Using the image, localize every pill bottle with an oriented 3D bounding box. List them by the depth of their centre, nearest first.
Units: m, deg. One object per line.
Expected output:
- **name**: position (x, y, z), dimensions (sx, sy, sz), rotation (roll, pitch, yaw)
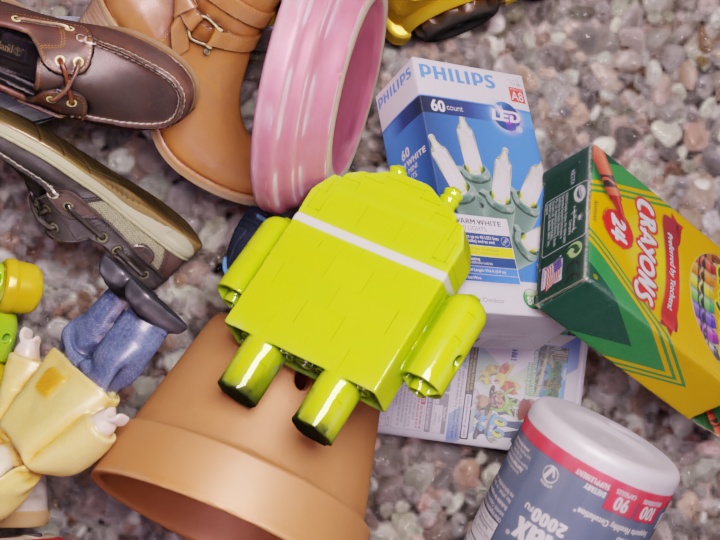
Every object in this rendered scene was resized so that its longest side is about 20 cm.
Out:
- **pill bottle**: position (0.137, 0.206, 1.038), dimensions (0.119, 0.120, 0.202), rotation (25, 100, -2)

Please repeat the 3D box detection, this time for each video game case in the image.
- **video game case**: position (0.087, 0.033, 1.096), dimensions (0.180, 0.022, 0.202), rotation (8, 87, -3)

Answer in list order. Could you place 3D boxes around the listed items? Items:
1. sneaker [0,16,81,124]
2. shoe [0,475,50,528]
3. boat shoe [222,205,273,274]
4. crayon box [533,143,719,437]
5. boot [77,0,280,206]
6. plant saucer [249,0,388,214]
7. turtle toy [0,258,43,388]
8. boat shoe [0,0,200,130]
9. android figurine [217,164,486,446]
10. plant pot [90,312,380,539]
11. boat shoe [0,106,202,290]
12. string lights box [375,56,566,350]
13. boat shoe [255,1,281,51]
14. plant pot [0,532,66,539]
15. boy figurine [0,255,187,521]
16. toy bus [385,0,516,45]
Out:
- **sneaker**: position (-0.267, -0.131, 1.061), dimensions (0.199, 0.071, 0.074), rotation (-26, 88, -25)
- **shoe**: position (-0.317, 0.155, 0.998), dimensions (0.198, 0.070, 0.054), rotation (1, 93, -24)
- **boat shoe**: position (0.000, 0.000, 1.042), dimensions (0.198, 0.084, 0.069), rotation (15, 84, -4)
- **crayon box**: position (0.212, 0.017, 1.023), dimensions (0.199, 0.051, 0.128), rotation (34, 45, -27)
- **boot**: position (-0.099, -0.152, 1.025), dimensions (0.200, 0.074, 0.155), rotation (41, 115, -18)
- **plant saucer**: position (-0.024, -0.135, 1.004), dimensions (0.050, 0.201, 0.203), rotation (14, 87, 7)
- **turtle toy**: position (-0.319, 0.060, 1.031), dimensions (0.144, 0.101, 0.202), rotation (11, 89, -26)
- **boat shoe**: position (-0.212, -0.139, 0.982), dimensions (0.198, 0.070, 0.071), rotation (16, 113, 4)
- **android figurine**: position (-0.005, 0.014, 0.938), dimensions (0.181, 0.041, 0.201), rotation (21, 65, 26)
- **plant pot**: position (-0.072, 0.122, 1.009), dimensions (0.198, 0.200, 0.141), rotation (23, 71, -2)
- **boat shoe**: position (-0.204, -0.048, 1.029), dimensions (0.199, 0.073, 0.065), rotation (34, 95, -29)
- **string lights box**: position (0.081, -0.047, 1.027), dimensions (0.102, 0.059, 0.202), rotation (4, 63, -30)
- **boat shoe**: position (-0.125, -0.249, 1.061), dimensions (0.074, 0.086, 0.202), rotation (-40, 91, -4)
- **plant pot**: position (-0.282, 0.277, 0.982), dimensions (0.198, 0.200, 0.185), rotation (-4, 81, -3)
- **boy figurine**: position (-0.210, 0.086, 0.972), dimensions (0.200, 0.064, 0.124), rotation (-48, 53, -1)
- **toy bus**: position (0.094, -0.265, 1.024), dimensions (0.198, 0.192, 0.137), rotation (-21, 88, -5)
